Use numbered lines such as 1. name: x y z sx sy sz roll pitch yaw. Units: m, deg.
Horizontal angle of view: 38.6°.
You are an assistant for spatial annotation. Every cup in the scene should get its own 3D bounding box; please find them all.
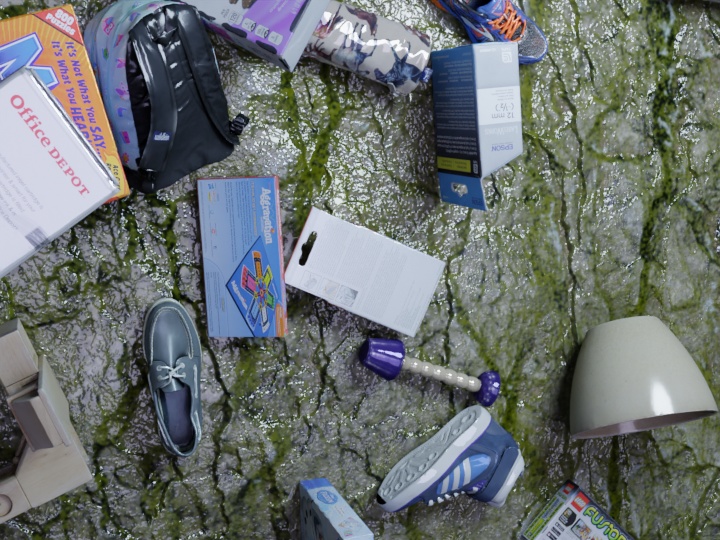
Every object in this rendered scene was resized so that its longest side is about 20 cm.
1. cup: 0.379 0.145 1.427 0.199 0.200 0.144 -3 73 -18

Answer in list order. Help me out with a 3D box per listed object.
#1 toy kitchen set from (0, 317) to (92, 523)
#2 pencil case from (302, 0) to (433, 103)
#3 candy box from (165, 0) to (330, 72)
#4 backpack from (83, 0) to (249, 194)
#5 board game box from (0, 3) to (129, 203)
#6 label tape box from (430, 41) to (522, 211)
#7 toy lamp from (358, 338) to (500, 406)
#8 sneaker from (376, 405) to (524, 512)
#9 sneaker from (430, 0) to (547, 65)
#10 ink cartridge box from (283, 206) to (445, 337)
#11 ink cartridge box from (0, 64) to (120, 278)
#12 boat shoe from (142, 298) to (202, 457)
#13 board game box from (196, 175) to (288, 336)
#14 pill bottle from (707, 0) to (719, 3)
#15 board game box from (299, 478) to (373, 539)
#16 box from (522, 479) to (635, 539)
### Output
1. toy kitchen set: -0.424 0.192 1.168 0.180 0.163 0.201 -25 105 -13
2. pencil case: -0.009 -0.280 1.276 0.199 0.078 0.090 15 79 -20
3. candy box: -0.131 -0.353 1.185 0.199 0.072 0.168 28 90 9
4. backpack: -0.233 -0.209 1.171 0.167 0.126 0.201 -38 131 -38
5. board game box: -0.381 -0.156 1.107 0.199 0.200 0.201 -18 104 -15
6. label tape box: 0.148 -0.184 1.307 0.066 0.143 0.201 -9 101 -16
7. toy lamp: 0.093 0.135 1.385 0.199 0.058 0.059 17 93 -19
8. sneaker: 0.137 0.297 1.412 0.200 0.081 0.147 -41 109 -8
9. sneaker: 0.165 -0.332 1.325 0.200 0.078 0.076 32 89 -20
10. ink cartridge box: 0.000 0.000 1.338 0.199 0.050 0.109 23 92 -19
11. ink cartridge box: -0.352 -0.080 0.978 0.200 0.085 0.146 -37 108 -7
12. boat shoe: -0.228 0.136 1.277 0.072 0.062 0.201 -6 100 -17
13. board game box: -0.146 -0.016 1.280 0.102 0.019 0.201 0 100 12
14. pill bottle: 0.530 -0.422 1.411 0.199 0.114 0.115 4 97 -19
15. board game box: -0.029 0.394 1.310 0.043 0.199 0.201 -5 101 -17
16. box: 0.343 0.414 1.522 0.200 0.035 0.110 44 83 -19
